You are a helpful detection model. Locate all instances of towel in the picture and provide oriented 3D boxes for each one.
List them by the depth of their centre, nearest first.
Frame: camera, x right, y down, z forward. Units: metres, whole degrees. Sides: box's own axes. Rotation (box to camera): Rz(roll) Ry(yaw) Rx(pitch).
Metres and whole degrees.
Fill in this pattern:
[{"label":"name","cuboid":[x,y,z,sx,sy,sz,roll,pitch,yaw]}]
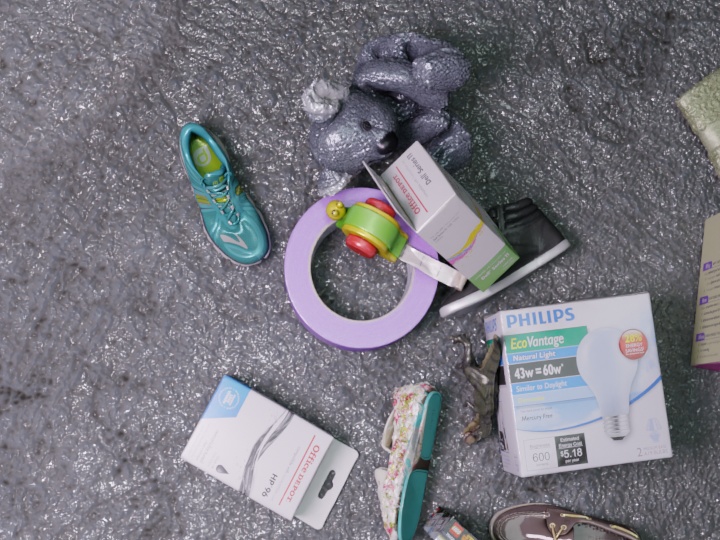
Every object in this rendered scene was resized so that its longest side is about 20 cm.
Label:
[{"label":"towel","cuboid":[0.538,-0.224,1.459,0.198,0.037,0.150,-30,84,-7]}]

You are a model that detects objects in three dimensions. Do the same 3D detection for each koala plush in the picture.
[{"label":"koala plush","cuboid":[0.013,-0.187,1.337,0.199,0.179,0.183,-35,48,-25]}]

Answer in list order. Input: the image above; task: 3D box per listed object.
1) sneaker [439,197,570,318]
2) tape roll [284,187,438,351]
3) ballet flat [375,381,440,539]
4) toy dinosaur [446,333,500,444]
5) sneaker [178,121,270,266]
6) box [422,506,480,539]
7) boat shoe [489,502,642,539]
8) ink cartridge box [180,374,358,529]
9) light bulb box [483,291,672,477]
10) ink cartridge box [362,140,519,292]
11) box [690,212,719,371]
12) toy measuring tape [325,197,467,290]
[{"label":"sneaker","cuboid":[0.167,-0.021,1.397,0.198,0.071,0.100,-32,83,-12]},{"label":"tape roll","cuboid":[0.000,0.000,1.383,0.196,0.066,0.205,1,83,-4]},{"label":"ballet flat","cuboid":[0.054,0.239,1.355,0.063,0.075,0.204,6,76,32]},{"label":"toy dinosaur","cuboid":[0.146,0.126,1.348,0.047,0.203,0.088,-17,44,-20]},{"label":"sneaker","cuboid":[-0.181,-0.097,1.377,0.077,0.080,0.202,-29,86,-7]},{"label":"box","cuboid":[0.165,0.373,1.308,0.200,0.137,0.040,43,82,2]},{"label":"boat shoe","cuboid":[0.262,0.337,1.357,0.196,0.060,0.073,11,83,-2]},{"label":"ink cartridge box","cuboid":[-0.109,0.229,1.345,0.198,0.068,0.117,29,82,0]},{"label":"light bulb box","cuboid":[0.268,0.141,1.351,0.194,0.125,0.204,-7,84,-4]},{"label":"ink cartridge box","cuboid":[0.097,-0.073,1.292,0.067,0.199,0.118,-42,45,11]},{"label":"box","cuboid":[0.500,0.025,1.354,0.095,0.176,0.204,8,81,-2]},{"label":"toy measuring tape","cuboid":[0.045,-0.034,1.323,0.198,0.074,0.074,29,82,1]}]
